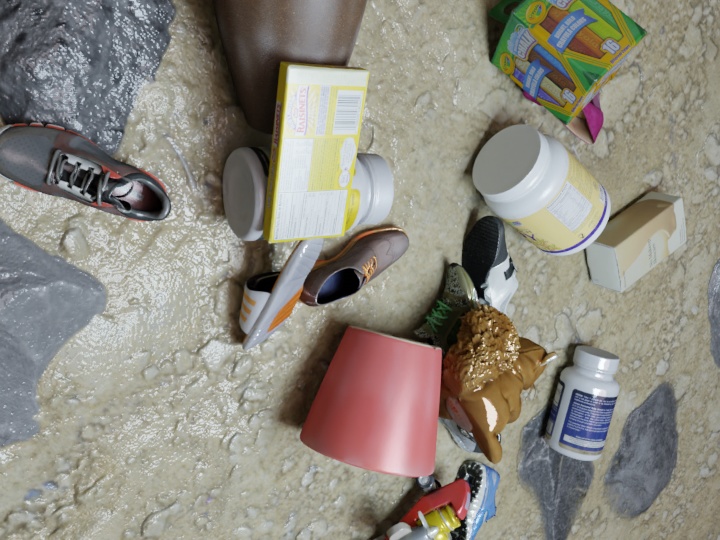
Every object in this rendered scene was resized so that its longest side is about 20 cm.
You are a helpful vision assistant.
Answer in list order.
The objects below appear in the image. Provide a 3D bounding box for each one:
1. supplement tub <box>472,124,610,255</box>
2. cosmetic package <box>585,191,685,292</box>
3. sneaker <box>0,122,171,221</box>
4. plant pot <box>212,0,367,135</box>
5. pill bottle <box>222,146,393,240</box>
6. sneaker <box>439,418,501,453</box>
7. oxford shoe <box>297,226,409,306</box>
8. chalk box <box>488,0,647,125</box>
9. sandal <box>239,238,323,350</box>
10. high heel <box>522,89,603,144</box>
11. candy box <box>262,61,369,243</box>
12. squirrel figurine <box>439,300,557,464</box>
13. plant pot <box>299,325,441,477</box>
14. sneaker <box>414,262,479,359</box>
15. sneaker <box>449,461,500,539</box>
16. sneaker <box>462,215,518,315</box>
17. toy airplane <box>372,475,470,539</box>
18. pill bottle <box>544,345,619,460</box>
[{"bbox_3d":[0.286,-0.125,1.078,0.200,0.145,0.146,31,87,-36],"label":"supplement tub"},{"bbox_3d":[0.525,-0.056,1.295,0.200,0.071,0.105,-34,121,-21],"label":"cosmetic package"},{"bbox_3d":[-0.293,-0.104,0.737,0.200,0.082,0.077,16,95,-36],"label":"sneaker"},{"bbox_3d":[-0.083,-0.265,0.784,0.187,0.187,0.200,-14,125,-30],"label":"plant pot"},{"bbox_3d":[-0.064,-0.101,0.872,0.200,0.114,0.115,-6,108,-32],"label":"pill bottle"},{"bbox_3d":[0.207,0.282,1.169,0.200,0.115,0.075,41,81,-35],"label":"sneaker"},{"bbox_3d":[0.000,0.000,0.970,0.200,0.073,0.071,-31,119,-23],"label":"oxford shoe"},{"bbox_3d":[0.283,-0.341,0.998,0.200,0.124,0.125,43,75,9],"label":"chalk box"},{"bbox_3d":[-0.113,0.016,0.893,0.079,0.059,0.207,-30,155,-57],"label":"sandal"},{"bbox_3d":[0.336,-0.258,1.116,0.200,0.067,0.096,-7,97,-36],"label":"high heel"},{"bbox_3d":[-0.052,-0.129,0.770,0.102,0.026,0.200,-5,119,-30],"label":"candy box"},{"bbox_3d":[0.211,0.149,1.038,0.186,0.141,0.200,-31,125,-22],"label":"squirrel figurine"},{"bbox_3d":[0.029,0.181,0.988,0.200,0.200,0.178,17,84,-36],"label":"plant pot"},{"bbox_3d":[0.132,0.087,1.091,0.088,0.077,0.200,-1,103,-25],"label":"sneaker"},{"bbox_3d":[0.207,0.452,1.246,0.089,0.079,0.200,19,93,-34],"label":"sneaker"},{"bbox_3d":[0.220,-0.001,1.122,0.088,0.074,0.200,-14,122,-30],"label":"sneaker"},{"bbox_3d":[0.101,0.454,1.134,0.200,0.141,0.199,-13,130,-44],"label":"toy airplane"},{"bbox_3d":[0.432,0.252,1.314,0.111,0.111,0.200,5,102,-35],"label":"pill bottle"}]
